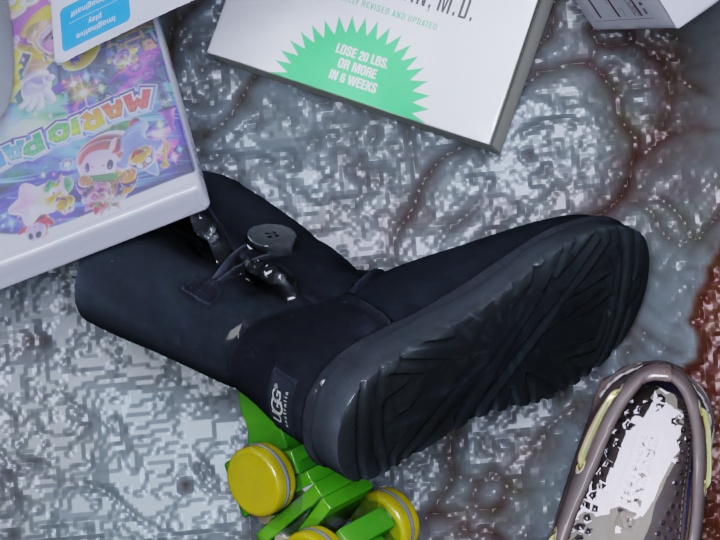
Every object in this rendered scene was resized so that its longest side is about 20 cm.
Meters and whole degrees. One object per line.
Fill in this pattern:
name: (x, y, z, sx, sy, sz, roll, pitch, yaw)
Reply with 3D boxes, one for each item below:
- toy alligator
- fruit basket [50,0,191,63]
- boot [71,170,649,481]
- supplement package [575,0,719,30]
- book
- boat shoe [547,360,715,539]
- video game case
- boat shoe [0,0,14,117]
toy alligator: (-0.006, 0.126, 1.181, 0.200, 0.059, 0.054, 56, 132, 10)
fruit basket: (-0.064, -0.204, 1.169, 0.185, 0.094, 0.201, -21, 53, 23)
boot: (0.000, 0.000, 1.172, 0.168, 0.200, 0.077, 31, 132, 36)
supplement package: (0.148, -0.215, 1.133, 0.200, 0.111, 0.156, -36, 100, -7)
book: (0.029, -0.166, 1.217, 0.133, 0.048, 0.201, 18, 88, 12)
boat shoe: (0.104, 0.135, 1.160, 0.072, 0.060, 0.201, 14, 85, 8)
video game case: (-0.151, -0.081, 1.193, 0.143, 0.018, 0.201, -21, 54, 4)
boat shoe: (-0.188, -0.127, 1.188, 0.063, 0.071, 0.200, -18, 46, 6)
